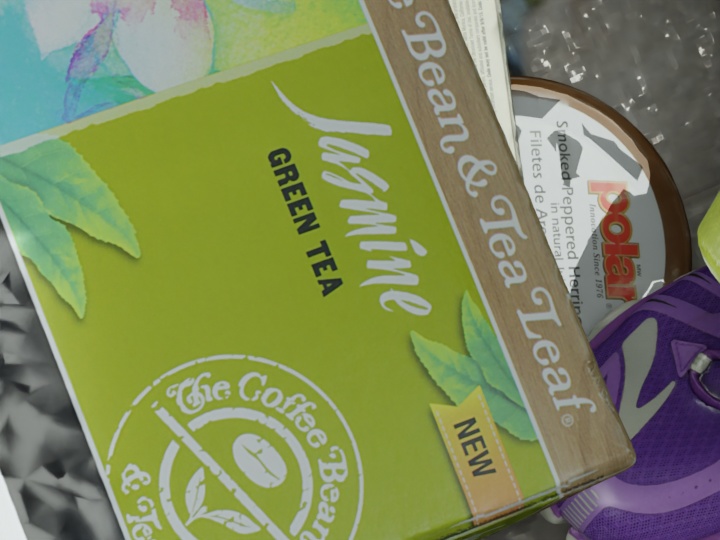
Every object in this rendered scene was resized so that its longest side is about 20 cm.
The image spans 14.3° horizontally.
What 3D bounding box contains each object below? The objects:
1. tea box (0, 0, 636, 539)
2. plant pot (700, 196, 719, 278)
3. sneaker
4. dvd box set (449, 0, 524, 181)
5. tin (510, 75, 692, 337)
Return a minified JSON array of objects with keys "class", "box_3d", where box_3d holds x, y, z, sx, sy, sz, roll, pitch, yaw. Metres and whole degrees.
[{"class":"tea box","box_3d":[-0.069,0.000,0.722,0.197,0.134,0.200,-21,83,-17]},{"class":"plant pot","box_3d":[0.185,-0.047,0.673,0.200,0.200,0.193,33,104,3]},{"class":"sneaker","box_3d":[0.131,0.008,0.799,0.200,0.083,0.081,-34,73,-11]},{"class":"dvd box set","box_3d":[-0.057,-0.050,0.825,0.200,0.029,0.146,-7,82,-5]},{"class":"tin","box_3d":[0.000,0.000,0.854,0.200,0.042,0.112,-4,85,-4]}]
